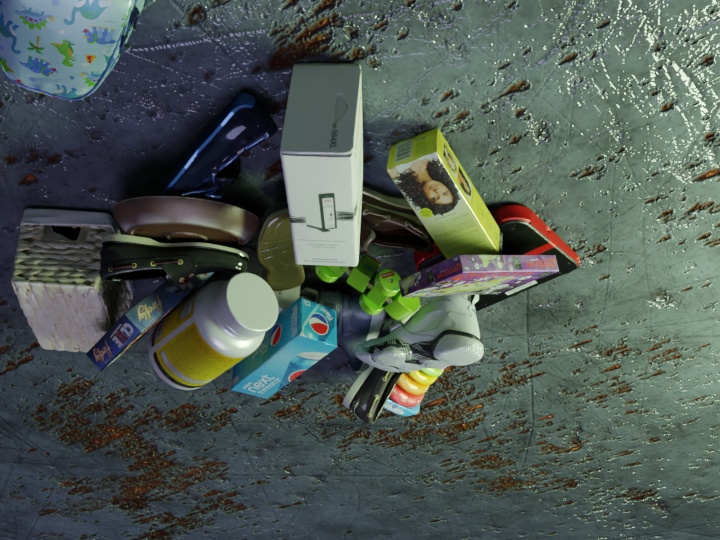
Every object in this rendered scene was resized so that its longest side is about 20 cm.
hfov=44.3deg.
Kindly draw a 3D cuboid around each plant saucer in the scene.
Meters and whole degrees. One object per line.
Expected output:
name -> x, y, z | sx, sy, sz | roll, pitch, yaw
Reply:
plant saucer -> -0.232, -0.057, 1.183 | 0.197, 0.033, 0.200 | 2, 168, 0

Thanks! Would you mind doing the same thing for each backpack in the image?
backpack -> -0.293, -0.270, 0.879 | 0.161, 0.156, 0.200 | 12, 157, -25

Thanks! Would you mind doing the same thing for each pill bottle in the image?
pill bottle -> -0.204, 0.083, 1.235 | 0.112, 0.114, 0.199 | 26, 140, -30

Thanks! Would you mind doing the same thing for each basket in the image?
basket -> -0.416, 0.021, 1.282 | 0.133, 0.125, 0.201 | 3, 144, -2

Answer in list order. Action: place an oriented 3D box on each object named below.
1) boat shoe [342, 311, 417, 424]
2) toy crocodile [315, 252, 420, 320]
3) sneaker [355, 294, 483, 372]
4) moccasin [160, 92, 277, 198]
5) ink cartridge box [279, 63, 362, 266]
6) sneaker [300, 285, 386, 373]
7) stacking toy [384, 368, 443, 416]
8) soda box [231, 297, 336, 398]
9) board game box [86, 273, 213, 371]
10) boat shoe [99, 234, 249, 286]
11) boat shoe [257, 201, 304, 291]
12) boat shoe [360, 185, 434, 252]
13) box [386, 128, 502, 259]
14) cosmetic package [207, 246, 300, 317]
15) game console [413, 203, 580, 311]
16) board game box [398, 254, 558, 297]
boat shoe -> 0.053, 0.150, 1.406 | 0.060, 0.202, 0.072 | 36, -176, 17
toy crocodile -> 0.000, 0.000, 1.261 | 0.199, 0.062, 0.068 | 37, 135, -1
sneaker -> 0.089, 0.084, 1.316 | 0.197, 0.116, 0.075 | -7, 150, 25
moccasin -> -0.178, -0.132, 1.093 | 0.068, 0.081, 0.199 | 36, 135, -20
ink cartridge box -> -0.040, -0.123, 1.047 | 0.083, 0.148, 0.201 | 2, 144, 3
sneaker -> -0.043, 0.094, 1.404 | 0.144, 0.078, 0.203 | 4, 144, -6
stacking toy -> 0.108, 0.142, 1.464 | 0.115, 0.111, 0.200 | 29, 126, -29
soda box -> -0.116, 0.120, 1.317 | 0.067, 0.065, 0.200 | 20, 140, -30
board game box -> -0.289, 0.052, 1.268 | 0.035, 0.200, 0.135 | 48, 132, -4
boat shoe -> -0.250, -0.008, 1.196 | 0.198, 0.064, 0.074 | 3, 166, -13
boat shoe -> -0.113, -0.041, 1.221 | 0.071, 0.067, 0.202 | -16, 153, -10
boat shoe -> 0.008, -0.066, 1.184 | 0.199, 0.076, 0.075 | 7, 144, -6
box -> 0.113, -0.087, 1.147 | 0.074, 0.051, 0.200 | -18, 132, 27
cosmetic package -> -0.187, 0.062, 1.362 | 0.107, 0.086, 0.199 | 25, 139, -28
game console -> 0.196, -0.015, 1.292 | 0.199, 0.031, 0.176 | -26, 139, 33
board game box -> 0.162, 0.007, 1.195 | 0.198, 0.033, 0.120 | -1, 160, -40
